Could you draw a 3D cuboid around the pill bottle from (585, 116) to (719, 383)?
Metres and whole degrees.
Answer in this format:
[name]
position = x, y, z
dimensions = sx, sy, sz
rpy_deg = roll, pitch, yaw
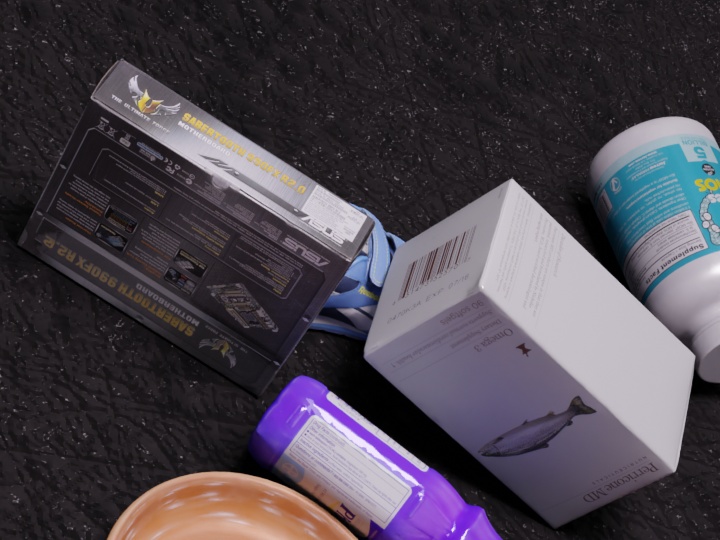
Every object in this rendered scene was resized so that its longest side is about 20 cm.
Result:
[pill bottle]
position = 0.257, -0.013, 1.732
dimensions = 0.111, 0.111, 0.200
rpy_deg = 2, 52, -31

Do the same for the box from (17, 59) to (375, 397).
[box]
position = -0.111, -0.025, 1.477
dimensions = 0.200, 0.158, 0.048
rpy_deg = 32, 44, -2

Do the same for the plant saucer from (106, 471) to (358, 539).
[plant saucer]
position = -0.071, 0.216, 1.371
dimensions = 0.200, 0.037, 0.200
rpy_deg = 17, 46, -18

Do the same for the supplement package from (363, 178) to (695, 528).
[supplement package]
position = 0.119, 0.059, 1.531
dimensions = 0.200, 0.117, 0.117
rpy_deg = 42, 39, -21

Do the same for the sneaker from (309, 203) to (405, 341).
[sneaker]
position = 0.000, 0.000, 1.580
dimensions = 0.200, 0.082, 0.074
rpy_deg = 5, 48, -31

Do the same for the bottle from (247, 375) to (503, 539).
[bottle]
position = 0.020, 0.151, 1.453
dimensions = 0.200, 0.084, 0.065
rpy_deg = 37, 77, 2
